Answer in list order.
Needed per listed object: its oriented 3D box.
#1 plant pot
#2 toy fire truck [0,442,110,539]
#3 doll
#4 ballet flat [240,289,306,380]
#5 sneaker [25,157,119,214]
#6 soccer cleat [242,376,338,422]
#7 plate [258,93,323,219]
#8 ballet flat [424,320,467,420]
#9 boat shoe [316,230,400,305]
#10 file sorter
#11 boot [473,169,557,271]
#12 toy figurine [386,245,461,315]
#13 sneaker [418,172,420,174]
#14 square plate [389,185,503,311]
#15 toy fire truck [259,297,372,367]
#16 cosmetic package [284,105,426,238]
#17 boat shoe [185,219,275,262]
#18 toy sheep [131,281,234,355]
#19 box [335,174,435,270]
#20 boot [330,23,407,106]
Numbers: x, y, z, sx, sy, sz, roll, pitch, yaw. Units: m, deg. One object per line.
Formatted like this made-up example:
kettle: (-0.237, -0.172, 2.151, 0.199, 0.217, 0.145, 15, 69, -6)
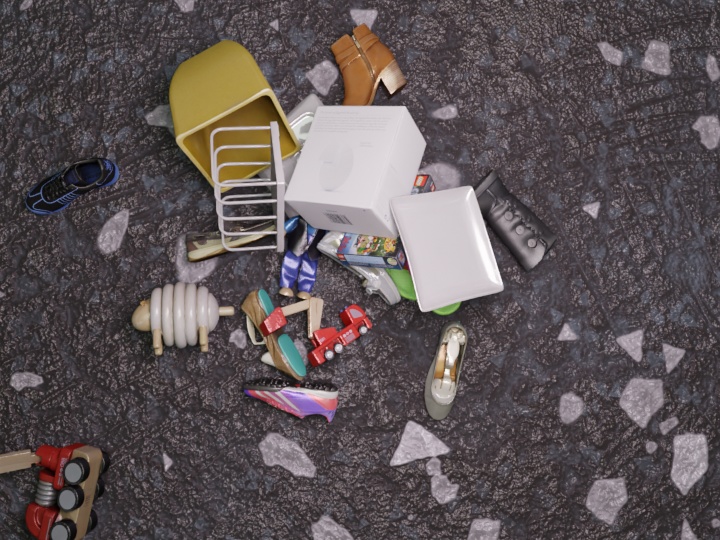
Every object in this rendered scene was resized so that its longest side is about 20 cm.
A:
plant pot: (-0.254, -0.316, 1.213, 0.191, 0.195, 0.204, -26, 65, 2)
toy fire truck: (-0.618, 0.423, 1.225, 0.193, 0.129, 0.182, 12, 88, 10)
doll: (-0.106, -0.047, 1.276, 0.132, 0.048, 0.207, 12, 93, -19)
ballet flat: (-0.182, 0.139, 1.273, 0.071, 0.068, 0.204, -30, 89, 18)
sneaker: (-0.583, -0.173, 1.255, 0.195, 0.078, 0.072, -27, 89, -3)
soccer cleat: (-0.142, 0.260, 1.267, 0.193, 0.068, 0.076, 6, 96, -3)
plate: (-0.112, -0.228, 1.296, 0.198, 0.032, 0.202, -38, 91, -3)
ballet flat: (0.172, 0.204, 1.278, 0.065, 0.064, 0.207, 12, 88, -1)
boat shoe: (0.000, -0.001, 1.265, 0.065, 0.074, 0.202, -45, 98, -9)
file sorter: (-0.205, -0.147, 1.161, 0.120, 0.202, 0.142, -4, 58, -10)
boot: (0.284, -0.076, 1.295, 0.165, 0.066, 0.200, -44, 95, -1)
toy figurine: (0.138, 0.003, 1.223, 0.149, 0.184, 0.201, -40, 91, -3)
sneaker: (0.077, -0.238, 1.283, 0.200, 0.073, 0.071, 44, 87, -1)
square plate: (0.151, -0.042, 1.126, 0.193, 0.028, 0.206, -11, 80, -30)
toy fire truck: (-0.085, 0.107, 1.248, 0.197, 0.049, 0.143, -32, 89, -26)
cosmetic package: (-0.007, -0.185, 1.167, 0.194, 0.123, 0.206, 9, 73, 32)
boat shoe: (-0.260, -0.074, 1.266, 0.194, 0.073, 0.067, -20, 92, -4)
toy sheep: (-0.345, 0.089, 1.233, 0.193, 0.137, 0.143, -1, 88, -17)
box: (0.050, -0.097, 1.206, 0.133, 0.038, 0.204, 3, 55, 33)
boot: (-0.018, -0.393, 1.281, 0.198, 0.077, 0.157, -37, 90, -3)
